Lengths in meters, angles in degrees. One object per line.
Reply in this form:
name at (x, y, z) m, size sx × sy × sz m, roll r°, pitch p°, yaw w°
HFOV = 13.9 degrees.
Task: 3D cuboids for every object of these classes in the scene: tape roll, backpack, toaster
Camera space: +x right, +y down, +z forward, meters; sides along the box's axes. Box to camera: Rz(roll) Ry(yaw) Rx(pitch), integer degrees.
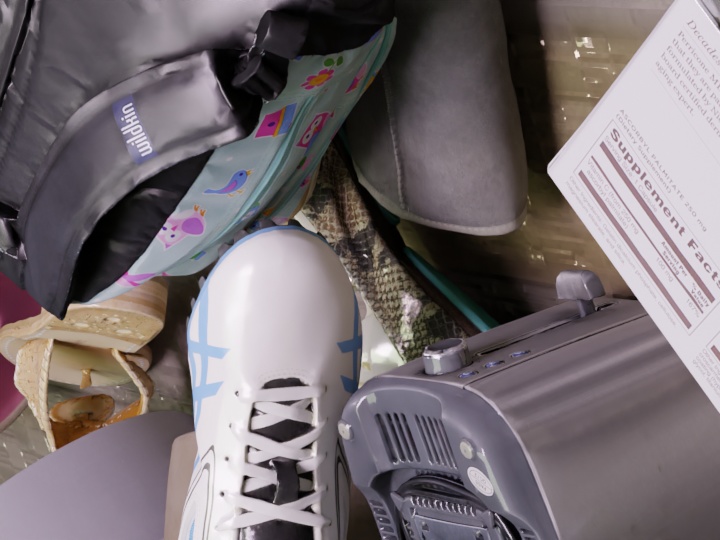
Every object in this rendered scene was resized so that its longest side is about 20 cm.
tape roll at (-0.142, 0.156, 1.427) m, size 0.066 × 0.200 × 0.200 m, roll 51°, pitch 149°, yaw 18°
backpack at (-0.073, -0.076, 1.068) m, size 0.167 × 0.126 × 0.200 m, roll 53°, pitch 133°, yaw 25°
toaster at (0.088, 0.103, 1.093) m, size 0.114 × 0.129 × 0.200 m, roll 3°, pitch 116°, yaw 58°

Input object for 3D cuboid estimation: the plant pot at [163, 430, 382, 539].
plant pot at (-0.008, 0.144, 1.244) m, size 0.200 × 0.200 × 0.174 m, roll -22°, pitch 80°, yaw 61°

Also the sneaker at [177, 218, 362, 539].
sneaker at (-0.031, 0.077, 1.100) m, size 0.072 × 0.072 × 0.200 m, roll -126°, pitch 37°, yaw -58°

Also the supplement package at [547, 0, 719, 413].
supplement package at (0.183, -0.004, 0.825) m, size 0.200 × 0.156 × 0.111 m, roll 55°, pitch 151°, yaw 12°

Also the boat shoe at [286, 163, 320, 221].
boat shoe at (-0.037, -0.119, 1.157) m, size 0.074 × 0.069 × 0.200 m, roll 4°, pitch 109°, yaw 25°

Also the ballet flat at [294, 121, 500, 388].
ballet flat at (0.000, 0.000, 1.199) m, size 0.200 × 0.075 × 0.068 m, roll 53°, pitch -173°, yaw 16°

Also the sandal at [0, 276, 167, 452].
sandal at (-0.135, 0.057, 1.411) m, size 0.212 × 0.077 × 0.070 m, roll 129°, pitch 147°, yaw -71°

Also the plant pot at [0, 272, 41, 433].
plant pot at (-0.258, 0.006, 1.520) m, size 0.179 × 0.200 × 0.200 m, roll 18°, pitch 131°, yaw 31°

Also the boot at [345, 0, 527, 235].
boot at (0.036, -0.101, 1.066) m, size 0.182 × 0.072 × 0.200 m, roll -137°, pitch 39°, yaw -55°
